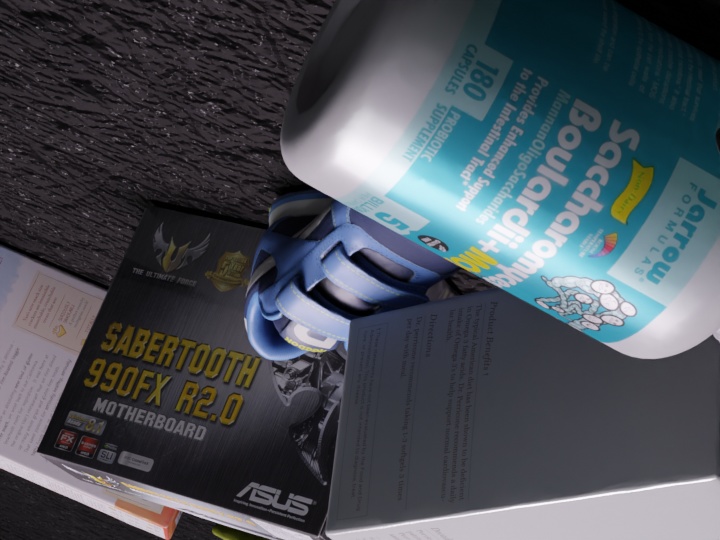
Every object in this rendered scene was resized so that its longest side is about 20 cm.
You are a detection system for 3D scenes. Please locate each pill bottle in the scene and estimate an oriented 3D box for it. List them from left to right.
[{"bbox_3d":[0.080,-0.040,0.801,0.200,0.111,0.111,27,163,-14],"label":"pill bottle"}]

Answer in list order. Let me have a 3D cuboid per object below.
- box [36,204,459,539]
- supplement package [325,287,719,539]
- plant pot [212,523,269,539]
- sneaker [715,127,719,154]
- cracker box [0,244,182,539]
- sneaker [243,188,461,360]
[{"bbox_3d":[-0.061,0.058,1.215,0.200,0.159,0.048,13,163,34],"label":"box"},{"bbox_3d":[0.101,0.078,1.026,0.200,0.117,0.117,-12,146,32],"label":"supplement package"},{"bbox_3d":[-0.044,0.316,1.895,0.200,0.182,0.199,23,173,-25],"label":"plant pot"},{"bbox_3d":[0.178,-0.035,0.668,0.074,0.118,0.200,4,156,45],"label":"sneaker"},{"bbox_3d":[-0.193,0.080,1.506,0.200,0.134,0.058,24,164,3],"label":"cracker box"},{"bbox_3d":[0.000,0.000,1.087,0.074,0.082,0.200,30,161,-15],"label":"sneaker"}]
